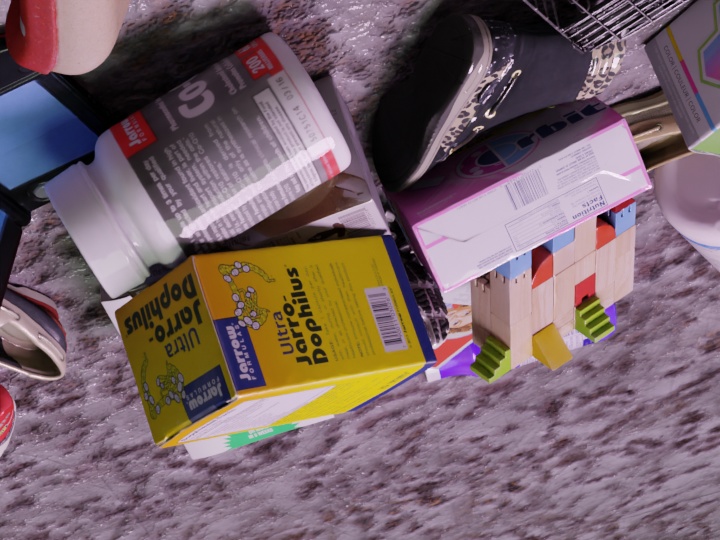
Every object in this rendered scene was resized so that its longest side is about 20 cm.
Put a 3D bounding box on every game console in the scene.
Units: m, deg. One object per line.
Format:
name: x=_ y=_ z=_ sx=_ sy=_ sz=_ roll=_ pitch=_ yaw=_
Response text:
game console: x=-0.257 y=-0.051 z=1.352 sx=0.172 sy=0.119 sz=0.200 roll=-24 pitch=154 yaw=11

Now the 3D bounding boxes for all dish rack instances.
dish rack: x=0.170 y=-0.233 z=1.337 sx=0.153 sy=0.055 sz=0.200 roll=-29 pitch=148 yaw=23

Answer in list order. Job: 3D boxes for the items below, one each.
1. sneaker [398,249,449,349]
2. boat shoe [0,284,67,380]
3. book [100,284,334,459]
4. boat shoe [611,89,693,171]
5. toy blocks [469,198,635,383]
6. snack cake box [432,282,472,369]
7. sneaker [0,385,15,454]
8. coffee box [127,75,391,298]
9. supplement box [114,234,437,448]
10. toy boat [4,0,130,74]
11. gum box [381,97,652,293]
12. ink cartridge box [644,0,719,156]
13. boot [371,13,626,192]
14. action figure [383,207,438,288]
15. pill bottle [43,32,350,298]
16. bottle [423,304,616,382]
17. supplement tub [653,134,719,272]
sneaker: x=-0.007 y=0.011 z=1.542 sx=0.077 sy=0.200 sz=0.085 roll=9 pitch=120 yaw=-55
boat shoe: x=-0.315 y=0.041 z=1.558 sx=0.071 sy=0.063 sz=0.200 roll=-28 pitch=151 yaw=23
book: x=-0.117 y=0.065 z=1.581 sx=0.133 sy=0.048 sz=0.200 roll=-19 pitch=131 yaw=8
boat shoe: x=0.252 y=-0.109 z=1.635 sx=0.200 sy=0.063 sz=0.073 roll=-25 pitch=153 yaw=12
toy blocks: x=0.166 y=-0.012 z=1.628 sx=0.200 sy=0.100 sz=0.137 roll=-30 pitch=136 yaw=-28
snack cake box: x=0.082 y=0.014 z=1.759 sx=0.115 sy=0.067 sz=0.200 roll=5 pitch=145 yaw=-42
sneaker: x=-0.401 y=0.139 z=1.676 sx=0.199 sy=0.077 sz=0.085 roll=-16 pitch=149 yaw=-28
coffee box: x=-0.091 y=-0.053 z=1.464 sx=0.199 sy=0.115 sz=0.080 roll=-20 pitch=156 yaw=5
supplement box: x=-0.061 y=0.050 z=1.408 sx=0.199 sy=0.110 sz=0.109 roll=-7 pitch=162 yaw=-43
toy boat: x=-0.195 y=-0.207 z=1.120 sx=0.130 sy=0.131 sz=0.200 roll=15 pitch=149 yaw=1
gum box: x=0.129 y=-0.071 z=1.533 sx=0.199 sy=0.114 sz=0.066 roll=-26 pitch=112 yaw=-2
ink cartridge box: x=0.324 y=-0.187 z=1.485 sx=0.059 sy=0.104 sz=0.200 roll=7 pitch=144 yaw=-43
boot: x=0.105 y=-0.131 z=1.489 sx=0.153 sy=0.074 sz=0.204 roll=-8 pitch=154 yaw=-27
action figure: x=0.000 y=0.000 z=1.624 sx=0.199 sy=0.119 sz=0.102 roll=-13 pitch=168 yaw=3
pill bottle: x=-0.118 y=-0.073 z=1.361 sx=0.200 sy=0.114 sz=0.114 roll=-32 pitch=154 yaw=-4
bottle: x=0.154 y=0.060 z=1.896 sx=0.199 sy=0.065 sz=0.084 roll=-18 pitch=153 yaw=-1
supplement tub: x=0.355 y=-0.060 z=1.722 sx=0.132 sy=0.132 sz=0.200 roll=-27 pitch=153 yaw=17
